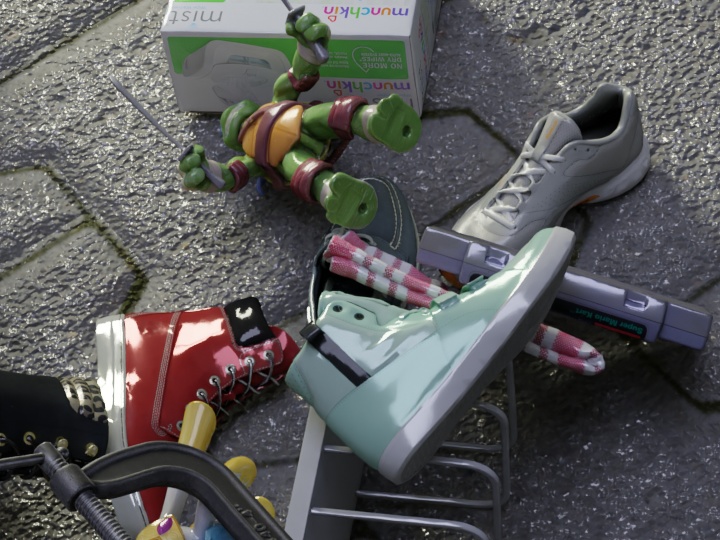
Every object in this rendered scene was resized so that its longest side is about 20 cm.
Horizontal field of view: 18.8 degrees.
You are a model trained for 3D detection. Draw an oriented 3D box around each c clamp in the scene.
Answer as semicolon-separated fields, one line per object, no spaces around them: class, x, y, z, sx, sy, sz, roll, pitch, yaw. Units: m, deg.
c clamp;-0.115;0.161;1.260;0.200;0.027;0.171;40;33;25

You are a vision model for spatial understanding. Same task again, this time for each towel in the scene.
towel;0.070;0.021;1.462;0.199;0.146;0.030;23;92;0

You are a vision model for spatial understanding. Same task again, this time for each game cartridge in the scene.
game cartridge;0.138;0.013;1.480;0.199;0.130;0.039;17;97;6

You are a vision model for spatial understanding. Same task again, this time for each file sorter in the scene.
file sorter;0.030;0.153;1.397;0.124;0.139;0.201;4;52;9

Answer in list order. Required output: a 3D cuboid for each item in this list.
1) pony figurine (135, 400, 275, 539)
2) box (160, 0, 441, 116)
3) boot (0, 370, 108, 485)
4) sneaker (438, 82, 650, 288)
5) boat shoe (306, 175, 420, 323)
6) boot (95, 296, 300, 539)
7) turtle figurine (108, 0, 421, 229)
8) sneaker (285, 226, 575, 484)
pony figurine;-0.121;0.211;1.363;0.166;0.194;0.200;12;35;15
box;-0.041;-0.214;1.730;0.199;0.097;0.177;3;50;11
boot;-0.233;0.120;1.389;0.153;0.074;0.204;11;31;-22
sneaker;0.129;-0.068;1.585;0.200;0.092;0.076;-41;57;-21
boat shoe;0.000;0.000;1.571;0.072;0.062;0.201;2;51;12
boot;-0.108;0.100;1.507;0.144;0.073;0.201;-8;47;1
turtle figurine;-0.066;-0.114;1.568;0.144;0.201;0.194;-34;36;-29
sneaker;0.041;0.023;1.351;0.118;0.074;0.200;37;69;16
